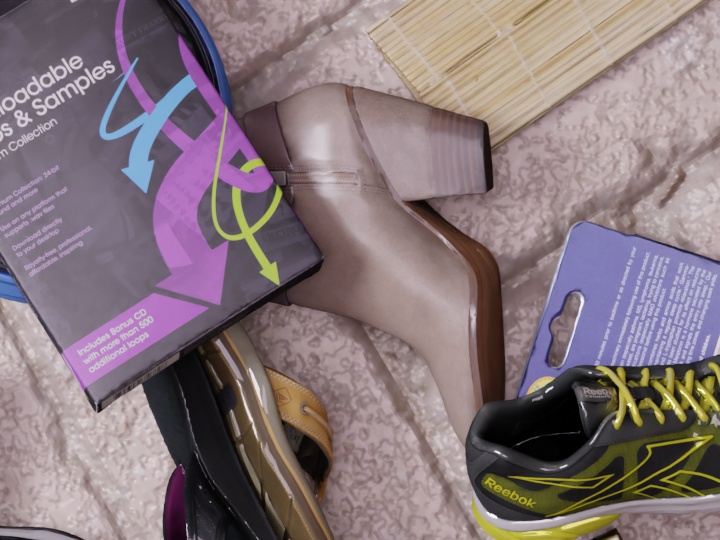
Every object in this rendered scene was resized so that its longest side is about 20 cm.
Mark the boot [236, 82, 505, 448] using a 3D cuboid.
[{"bbox_3d":[0.000,0.000,1.339,0.145,0.070,0.202,-3,85,12],"label":"boot"}]

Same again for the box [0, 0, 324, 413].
[{"bbox_3d":[-0.131,-0.049,1.296,0.142,0.036,0.201,-33,83,-11],"label":"box"}]

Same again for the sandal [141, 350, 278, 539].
[{"bbox_3d":[-0.085,0.130,1.329,0.048,0.075,0.202,-18,76,-24],"label":"sandal"}]

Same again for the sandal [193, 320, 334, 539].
[{"bbox_3d":[-0.047,0.078,1.336,0.054,0.080,0.201,-20,84,-24],"label":"sandal"}]

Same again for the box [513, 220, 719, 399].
[{"bbox_3d":[0.189,0.058,1.327,0.199,0.032,0.122,19,89,6],"label":"box"}]

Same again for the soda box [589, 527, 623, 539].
[{"bbox_3d":[0.059,0.206,1.314,0.199,0.068,0.064,-26,85,4],"label":"soda box"}]

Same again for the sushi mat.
[{"bbox_3d":[0.110,-0.149,1.357,0.199,0.012,0.096,-35,82,2],"label":"sushi mat"}]

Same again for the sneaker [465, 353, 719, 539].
[{"bbox_3d":[0.145,0.081,1.261,0.199,0.085,0.075,-21,52,5],"label":"sneaker"}]

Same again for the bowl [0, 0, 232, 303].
[{"bbox_3d":[-0.166,-0.083,1.342,0.199,0.039,0.202,1,85,-10],"label":"bowl"}]

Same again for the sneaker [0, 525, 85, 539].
[{"bbox_3d":[-0.210,0.173,1.313,0.199,0.083,0.072,18,114,-11],"label":"sneaker"}]
